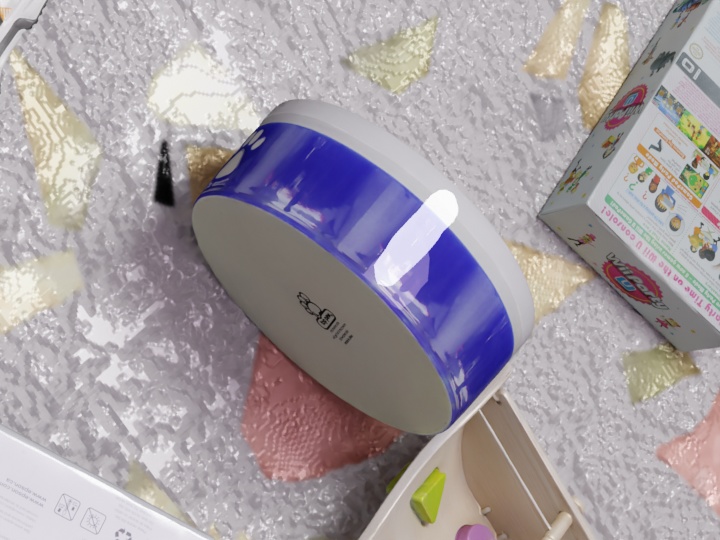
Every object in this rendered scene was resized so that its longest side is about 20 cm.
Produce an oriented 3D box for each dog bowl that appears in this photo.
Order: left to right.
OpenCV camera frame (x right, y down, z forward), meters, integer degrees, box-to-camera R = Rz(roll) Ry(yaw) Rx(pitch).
[{"bbox_3d":[0.000,0.000,1.342,0.200,0.200,0.079,48,69,-17],"label":"dog bowl"}]

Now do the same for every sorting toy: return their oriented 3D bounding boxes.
[{"bbox_3d":[0.059,0.192,1.393,0.180,0.106,0.201,-41,106,-38],"label":"sorting toy"}]

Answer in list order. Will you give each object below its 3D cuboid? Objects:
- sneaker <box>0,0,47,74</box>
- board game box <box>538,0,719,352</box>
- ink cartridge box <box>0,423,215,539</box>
[{"bbox_3d":[-0.222,-0.153,1.303,0.080,0.074,0.201,31,72,-21],"label":"sneaker"},{"bbox_3d":[0.230,-0.070,1.552,0.147,0.064,0.201,42,67,-19],"label":"board game box"},{"bbox_3d":[-0.208,0.194,1.285,0.195,0.043,0.201,30,74,-12],"label":"ink cartridge box"}]
